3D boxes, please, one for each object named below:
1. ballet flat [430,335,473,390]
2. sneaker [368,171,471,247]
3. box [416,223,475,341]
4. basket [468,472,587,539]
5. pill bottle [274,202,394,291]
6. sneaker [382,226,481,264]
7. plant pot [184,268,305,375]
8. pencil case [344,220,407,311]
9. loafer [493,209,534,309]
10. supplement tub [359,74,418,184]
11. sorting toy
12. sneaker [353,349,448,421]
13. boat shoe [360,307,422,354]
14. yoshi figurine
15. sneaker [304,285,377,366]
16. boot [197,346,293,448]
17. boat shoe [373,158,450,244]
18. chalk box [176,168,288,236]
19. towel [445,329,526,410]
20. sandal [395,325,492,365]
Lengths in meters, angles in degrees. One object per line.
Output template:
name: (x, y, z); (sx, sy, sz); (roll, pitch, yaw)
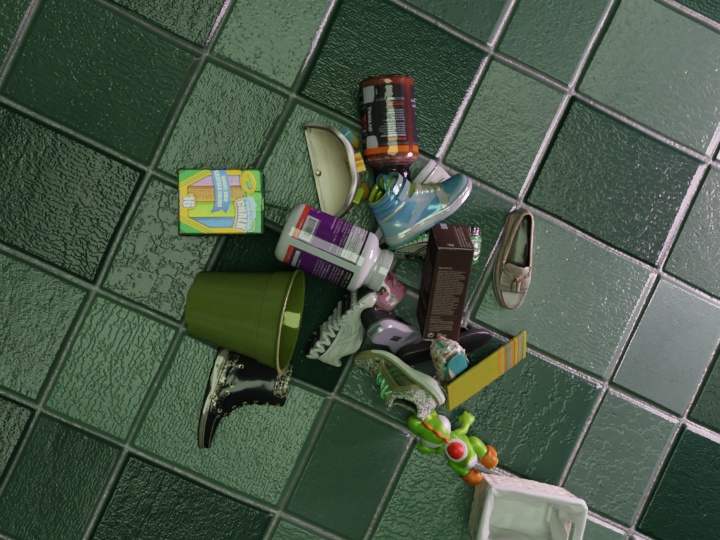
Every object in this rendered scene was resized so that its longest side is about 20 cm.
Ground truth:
ballet flat: (0.172, 0.181, 1.633); (0.076, 0.200, 0.064); (-38, 58, -14)
sneaker: (0.104, -0.146, 1.573); (0.200, 0.080, 0.131); (-37, 114, -9)
box: (0.156, 0.022, 1.600); (0.075, 0.100, 0.200); (2, 120, -5)
basket: (0.318, 0.482, 1.664); (0.199, 0.123, 0.136); (12, 91, -5)
pill bottle: (-0.046, -0.036, 1.539); (0.200, 0.112, 0.113); (24, 89, -3)
sneaker: (0.140, -0.036, 1.653); (0.199, 0.078, 0.085); (-5, 93, -6)
plant pot: (-0.216, 0.077, 1.582); (0.189, 0.200, 0.201); (10, 91, 7)
pencil case: (0.000, 0.000, 1.639); (0.200, 0.086, 0.083); (46, 44, -5)
loafer: (0.304, -0.022, 1.677); (0.072, 0.063, 0.201); (6, 91, -7)
supplement tub: (0.055, -0.263, 1.624); (0.107, 0.107, 0.201); (-4, 91, -6)
sorting toy: (-0.035, -0.190, 1.580); (0.107, 0.180, 0.201); (-12, 93, -5)
sneaker: (0.061, 0.218, 1.616); (0.200, 0.077, 0.089); (25, 58, 25)
boat shoe: (0.059, 0.109, 1.607); (0.069, 0.200, 0.057); (-38, 65, 11)
yoshi figurine: (0.166, 0.325, 1.670); (0.200, 0.112, 0.113); (40, 50, -18)
sneaker: (-0.022, 0.106, 1.621); (0.081, 0.075, 0.200); (32, 122, -15)
boot: (-0.221, 0.253, 1.630); (0.153, 0.073, 0.204); (14, 92, -9)
boat shoe: (0.101, -0.119, 1.654); (0.070, 0.071, 0.200); (39, 81, -3)
chalk box: (-0.234, -0.126, 1.591); (0.199, 0.125, 0.124); (-1, 92, -7)
towel: (0.241, 0.191, 1.651); (0.200, 0.086, 0.018); (-32, 51, -19)
sandal: (0.161, 0.136, 1.663); (0.200, 0.075, 0.048); (-10, 59, -15)
